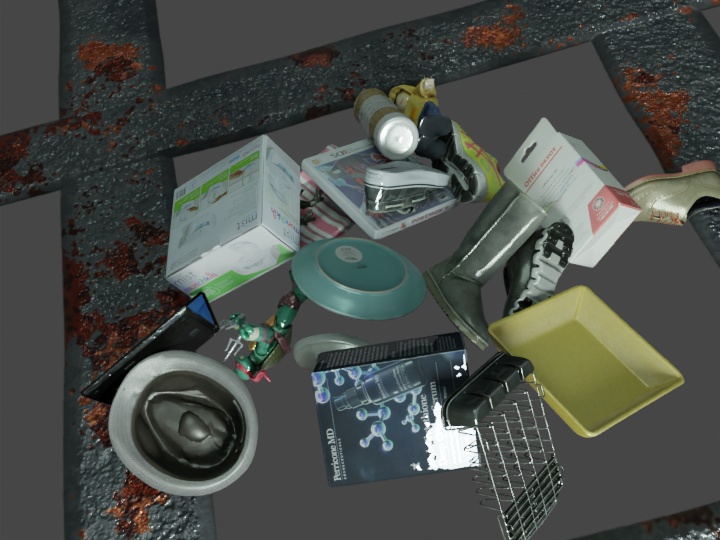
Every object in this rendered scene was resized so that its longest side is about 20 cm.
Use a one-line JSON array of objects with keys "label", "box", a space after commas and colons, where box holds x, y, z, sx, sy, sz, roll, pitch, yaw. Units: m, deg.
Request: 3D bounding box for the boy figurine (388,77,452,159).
[{"label": "boy figurine", "box": [0.097, -0.262, 1.468, 0.063, 0.127, 0.201, 4, 31, -17]}]

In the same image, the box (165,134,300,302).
[{"label": "box", "box": [-0.193, -0.076, 1.354, 0.197, 0.096, 0.180, -26, 49, 27]}]

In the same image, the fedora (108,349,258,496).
[{"label": "fedora", "box": [-0.234, 0.204, 1.190, 0.196, 0.090, 0.180, 22, 77, -10]}]

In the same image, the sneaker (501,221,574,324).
[{"label": "sneaker", "box": [0.237, 0.027, 1.275, 0.090, 0.066, 0.204, 4, 69, 65]}]

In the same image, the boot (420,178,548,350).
[{"label": "boot", "box": [0.191, -0.011, 1.257, 0.199, 0.073, 0.183, -40, 49, 7]}]

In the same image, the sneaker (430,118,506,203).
[{"label": "sneaker", "box": [0.176, -0.168, 1.425, 0.088, 0.079, 0.202, 7, 40, -24]}]

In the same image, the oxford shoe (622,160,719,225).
[{"label": "oxford shoe", "box": [0.449, -0.099, 1.320, 0.196, 0.071, 0.076, -21, 63, 1]}]

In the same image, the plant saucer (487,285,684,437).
[{"label": "plant saucer", "box": [0.291, 0.125, 1.173, 0.197, 0.049, 0.200, -19, 50, -32]}]

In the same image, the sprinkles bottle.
[{"label": "sprinkles bottle", "box": [0.038, -0.239, 1.436, 0.067, 0.070, 0.201, -19, 27, -4]}]

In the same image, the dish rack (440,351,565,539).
[{"label": "dish rack", "box": [0.181, 0.218, 1.079, 0.054, 0.204, 0.152, -5, 19, 45]}]

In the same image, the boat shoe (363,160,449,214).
[{"label": "boat shoe", "box": [0.064, -0.122, 1.335, 0.071, 0.073, 0.198, 22, 19, 34]}]

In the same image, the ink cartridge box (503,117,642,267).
[{"label": "ink cartridge box", "box": [0.309, -0.119, 1.324, 0.067, 0.117, 0.202, 7, 41, -41]}]

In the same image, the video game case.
[{"label": "video game case", "box": [0.032, -0.140, 1.414, 0.180, 0.023, 0.200, -23, 52, -32]}]

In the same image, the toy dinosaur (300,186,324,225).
[{"label": "toy dinosaur", "box": [-0.108, -0.095, 1.399, 0.086, 0.048, 0.204, -8, 55, 20]}]

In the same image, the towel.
[{"label": "towel", "box": [-0.062, -0.116, 1.448, 0.145, 0.030, 0.200, 34, 67, 28]}]

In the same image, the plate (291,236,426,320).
[{"label": "plate", "box": [0.000, 0.000, 1.259, 0.195, 0.026, 0.202, 9, 34, -6]}]

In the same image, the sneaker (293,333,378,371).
[{"label": "sneaker", "box": [-0.007, 0.144, 1.228, 0.195, 0.074, 0.086, 8, 54, 14]}]

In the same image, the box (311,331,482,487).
[{"label": "box", "box": [0.046, 0.175, 1.135, 0.195, 0.107, 0.152, -9, 97, 5]}]

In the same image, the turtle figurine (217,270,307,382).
[{"label": "turtle figurine", "box": [-0.140, 0.085, 1.284, 0.201, 0.101, 0.149, -50, 21, -18]}]

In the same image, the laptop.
[{"label": "laptop", "box": [-0.294, 0.095, 1.233, 0.176, 0.200, 0.104, -40, 70, -1]}]
